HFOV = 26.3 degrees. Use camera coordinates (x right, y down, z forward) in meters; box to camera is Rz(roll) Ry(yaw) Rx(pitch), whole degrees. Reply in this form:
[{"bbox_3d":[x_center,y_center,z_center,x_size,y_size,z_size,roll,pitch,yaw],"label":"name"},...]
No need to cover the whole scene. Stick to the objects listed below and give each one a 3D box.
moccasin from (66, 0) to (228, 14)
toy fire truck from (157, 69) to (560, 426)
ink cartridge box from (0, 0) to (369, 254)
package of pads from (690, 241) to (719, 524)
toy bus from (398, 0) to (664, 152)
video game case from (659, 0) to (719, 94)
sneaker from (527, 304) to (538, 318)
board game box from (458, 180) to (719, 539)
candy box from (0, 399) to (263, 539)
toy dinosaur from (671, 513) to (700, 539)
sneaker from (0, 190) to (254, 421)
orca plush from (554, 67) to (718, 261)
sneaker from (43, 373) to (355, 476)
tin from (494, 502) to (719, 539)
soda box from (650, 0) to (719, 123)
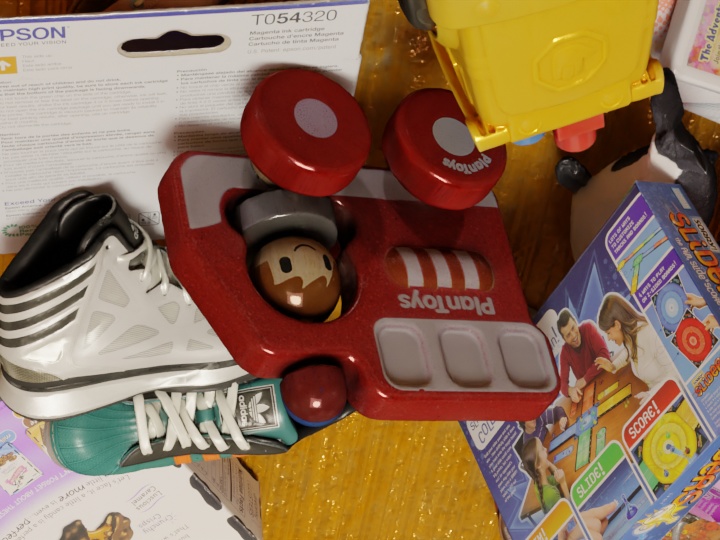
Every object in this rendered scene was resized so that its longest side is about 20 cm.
[{"bbox_3d":[-0.088,-0.186,0.803,0.077,0.074,0.201,26,125,-30],"label":"moccasin"},{"bbox_3d":[0.000,0.000,0.793,0.198,0.169,0.112,3,145,-28],"label":"toy fire truck"},{"bbox_3d":[-0.103,-0.085,0.819,0.195,0.044,0.201,-5,147,-12],"label":"ink cartridge box"},{"bbox_3d":[0.223,0.039,0.893,0.075,0.121,0.201,25,76,13],"label":"package of pads"},{"bbox_3d":[0.078,-0.157,0.783,0.135,0.201,0.193,-19,142,-1],"label":"toy bus"},{"bbox_3d":[0.269,-0.178,0.829,0.181,0.024,0.202,14,97,-17],"label":"video game case"},{"bbox_3d":[0.089,0.057,0.949,0.070,0.109,0.200,-33,120,14],"label":"sneaker"},{"bbox_3d":[0.133,0.071,0.815,0.034,0.136,0.200,2,138,-33],"label":"board game box"},{"bbox_3d":[-0.185,0.136,0.988,0.167,0.072,0.200,-32,120,13],"label":"candy box"},{"bbox_3d":[0.203,0.083,0.974,0.102,0.077,0.201,-32,110,-10],"label":"toy dinosaur"},{"bbox_3d":[-0.107,0.007,0.857,0.199,0.076,0.116,-17,135,-24],"label":"sneaker"},{"bbox_3d":[0.171,-0.057,0.882,0.071,0.105,0.200,-44,156,-17],"label":"orca plush"},{"bbox_3d":[-0.085,0.077,0.911,0.199,0.080,0.072,-11,96,-36],"label":"sneaker"},{"bbox_3d":[0.190,0.152,1.063,0.198,0.042,0.113,-5,126,-4],"label":"tin"},{"bbox_3d":[0.216,-0.122,0.879,0.199,0.064,0.069,19,118,-17],"label":"soda box"}]
